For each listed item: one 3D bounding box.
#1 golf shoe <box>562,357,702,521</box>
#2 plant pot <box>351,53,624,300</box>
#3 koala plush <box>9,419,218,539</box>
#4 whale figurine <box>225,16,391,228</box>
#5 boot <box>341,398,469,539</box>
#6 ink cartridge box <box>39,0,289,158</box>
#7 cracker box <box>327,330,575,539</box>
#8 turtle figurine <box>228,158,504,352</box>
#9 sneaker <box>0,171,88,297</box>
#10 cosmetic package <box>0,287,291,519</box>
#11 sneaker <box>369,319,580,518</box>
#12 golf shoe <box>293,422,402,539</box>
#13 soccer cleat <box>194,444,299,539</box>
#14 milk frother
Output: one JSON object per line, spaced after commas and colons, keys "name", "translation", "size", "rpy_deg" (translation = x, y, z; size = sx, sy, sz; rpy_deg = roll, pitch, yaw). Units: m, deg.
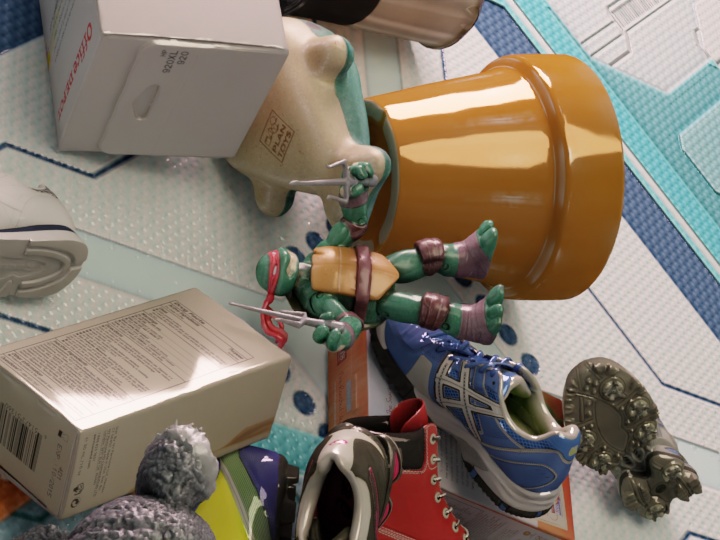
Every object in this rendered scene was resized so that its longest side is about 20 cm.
{"name": "golf shoe", "translation": [0.205, 0.120, 1.661], "size": [0.200, 0.078, 0.098], "rpy_deg": [55, 9, -44]}
{"name": "plant pot", "translation": [0.084, -0.074, 1.646], "size": [0.182, 0.200, 0.202], "rpy_deg": [-2, 60, -26]}
{"name": "koala plush", "translation": [-0.139, 0.195, 1.186], "size": [0.183, 0.200, 0.178], "rpy_deg": [26, 54, -3]}
{"name": "whale figurine", "translation": [-0.030, -0.108, 1.571], "size": [0.103, 0.160, 0.200], "rpy_deg": [-1, 36, -40]}
{"name": "boot", "translation": [0.059, 0.170, 1.458], "size": [0.199, 0.072, 0.146], "rpy_deg": [15, 92, -34]}
{"name": "ink cartridge box", "translation": [-0.153, -0.205, 1.518], "size": [0.143, 0.147, 0.202], "rpy_deg": [1, 59, -22]}
{"name": "cracker box", "translation": [0.068, 0.132, 1.561], "size": [0.199, 0.058, 0.135], "rpy_deg": [26, 44, -28]}
{"name": "turtle figurine", "translation": [0.000, 0.000, 1.464], "size": [0.198, 0.101, 0.151], "rpy_deg": [6, 67, -13]}
{"name": "sneaker", "translation": [-0.280, -0.033, 1.365], "size": [0.199, 0.076, 0.081], "rpy_deg": [10, 42, -43]}
{"name": "cosmetic package", "translation": [-0.152, 0.084, 1.355], "size": [0.105, 0.072, 0.199], "rpy_deg": [34, 31, 31]}
{"name": "sneaker", "translation": [0.087, 0.084, 1.498], "size": [0.200, 0.077, 0.075], "rpy_deg": [46, 37, 18]}
{"name": "golf shoe", "translation": [-0.022, 0.203, 1.352], "size": [0.088, 0.076, 0.202], "rpy_deg": [-5, 99, -74]}
{"name": "soccer cleat", "translation": [-0.093, 0.206, 1.368], "size": [0.083, 0.065, 0.201], "rpy_deg": [10, 53, 0]}
{"name": "milk frother", "translation": [0.019, -0.311, 1.744], "size": [0.187, 0.200, 0.182], "rpy_deg": [5, 53, -40]}
